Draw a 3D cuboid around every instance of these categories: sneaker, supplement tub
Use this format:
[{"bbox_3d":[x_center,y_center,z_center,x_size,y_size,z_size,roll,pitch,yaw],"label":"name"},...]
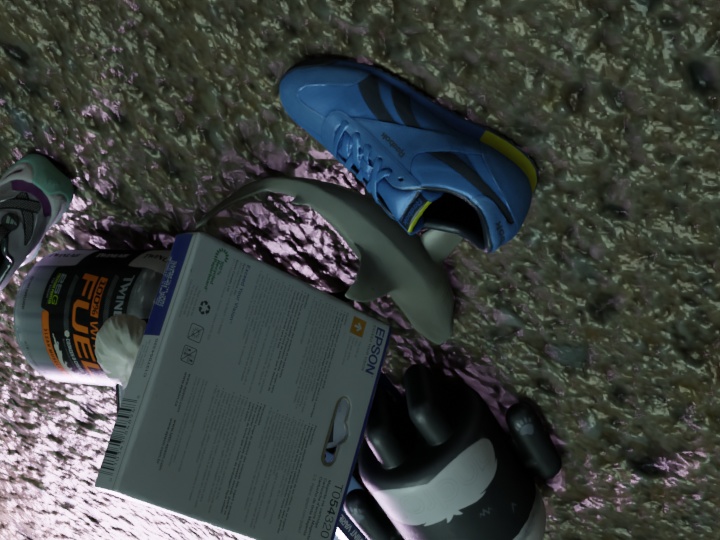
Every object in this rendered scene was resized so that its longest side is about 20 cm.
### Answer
[{"bbox_3d":[-0.346,-0.015,1.200,0.077,0.141,0.200,38,144,-8],"label":"sneaker"},{"bbox_3d":[0.022,-0.078,0.899,0.198,0.079,0.066,28,146,11],"label":"sneaker"},{"bbox_3d":[-0.201,0.043,1.169,0.198,0.123,0.123,0,133,36],"label":"supplement tub"}]

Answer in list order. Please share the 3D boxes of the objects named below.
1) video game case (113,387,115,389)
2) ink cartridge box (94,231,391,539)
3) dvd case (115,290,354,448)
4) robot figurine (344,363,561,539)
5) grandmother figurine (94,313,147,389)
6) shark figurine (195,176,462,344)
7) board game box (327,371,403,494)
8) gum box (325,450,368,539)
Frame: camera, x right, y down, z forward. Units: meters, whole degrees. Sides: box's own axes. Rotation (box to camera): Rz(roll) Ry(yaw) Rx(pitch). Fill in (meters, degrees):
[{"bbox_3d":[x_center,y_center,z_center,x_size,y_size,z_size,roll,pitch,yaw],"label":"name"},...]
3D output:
[{"bbox_3d":[-0.191,0.129,1.352,0.142,0.018,0.201,-10,126,45],"label":"video game case"},{"bbox_3d":[-0.083,0.099,1.007,0.199,0.199,0.043,27,162,-35],"label":"ink cartridge box"},{"bbox_3d":[-0.104,0.097,1.097,0.025,0.197,0.152,-122,30,-54],"label":"dvd case"},{"bbox_3d":[0.075,0.175,1.109,0.149,0.125,0.201,-6,128,45],"label":"robot figurine"},{"bbox_3d":[-0.123,0.093,1.040,0.199,0.123,0.060,31,167,-31],"label":"grandmother figurine"},{"bbox_3d":[-0.011,-0.017,0.988,0.213,0.090,0.128,33,143,-2],"label":"shark figurine"},{"bbox_3d":[0.024,0.181,1.229,0.135,0.035,0.201,-13,124,45],"label":"board game box"},{"bbox_3d":[-0.043,0.216,1.255,0.171,0.045,0.199,54,161,-28],"label":"gum box"}]
